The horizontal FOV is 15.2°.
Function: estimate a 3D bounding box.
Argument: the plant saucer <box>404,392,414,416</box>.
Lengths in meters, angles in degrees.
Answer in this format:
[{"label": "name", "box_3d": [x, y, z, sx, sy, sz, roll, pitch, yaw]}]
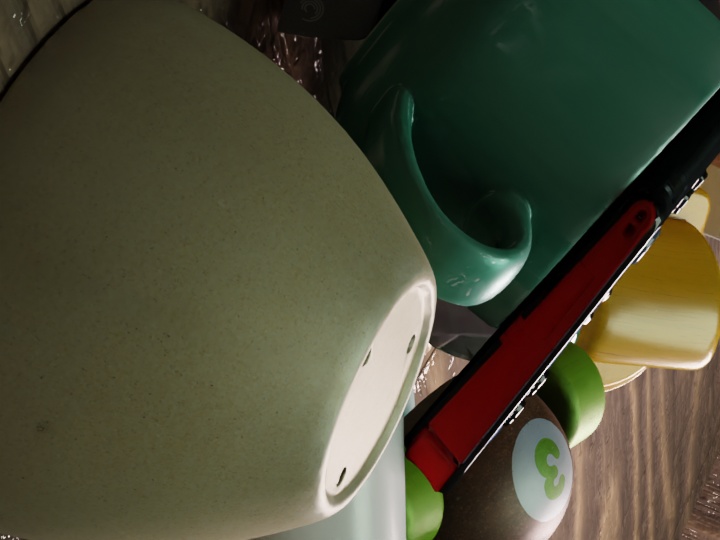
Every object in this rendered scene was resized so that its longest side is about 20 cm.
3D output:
[{"label": "plant saucer", "box_3d": [-0.028, 0.121, 1.282, 0.201, 0.039, 0.201, -43, 153, -28]}]

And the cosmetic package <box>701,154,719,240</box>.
[{"label": "cosmetic package", "box_3d": [0.200, -0.073, 1.575, 0.103, 0.200, 0.087, -22, 132, -72]}]

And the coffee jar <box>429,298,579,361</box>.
[{"label": "coffee jar", "box_3d": [0.080, -0.058, 1.316, 0.104, 0.085, 0.200, 75, 23, -48]}]

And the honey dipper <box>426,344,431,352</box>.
[{"label": "honey dipper", "box_3d": [-0.013, 0.084, 1.388, 0.200, 0.038, 0.038, -57, 163, -21]}]

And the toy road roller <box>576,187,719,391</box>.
[{"label": "toy road roller", "box_3d": [0.137, -0.028, 1.453, 0.123, 0.146, 0.200, 5, 109, -29]}]

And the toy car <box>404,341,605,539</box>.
[{"label": "toy car", "box_3d": [0.077, 0.156, 1.209, 0.164, 0.200, 0.158, -27, 158, -49]}]

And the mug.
[{"label": "mug", "box_3d": [0.060, -0.069, 1.055, 0.152, 0.114, 0.185, -48, 177, 4]}]

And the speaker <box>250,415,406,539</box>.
[{"label": "speaker", "box_3d": [-0.021, 0.123, 1.096, 0.081, 0.081, 0.200, -44, 138, -56]}]

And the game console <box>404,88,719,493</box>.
[{"label": "game console", "box_3d": [0.101, -0.003, 1.112, 0.177, 0.031, 0.200, -49, 178, 33]}]

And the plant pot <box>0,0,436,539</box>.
[{"label": "plant pot", "box_3d": [-0.052, 0.017, 0.942, 0.200, 0.134, 0.200, -59, 163, -31]}]

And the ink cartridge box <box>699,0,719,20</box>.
[{"label": "ink cartridge box", "box_3d": [0.175, -0.185, 1.255, 0.148, 0.086, 0.200, -60, 154, -29]}]

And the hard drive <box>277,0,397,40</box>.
[{"label": "hard drive", "box_3d": [0.031, -0.190, 1.108, 0.135, 0.042, 0.200, -26, 137, -68]}]
